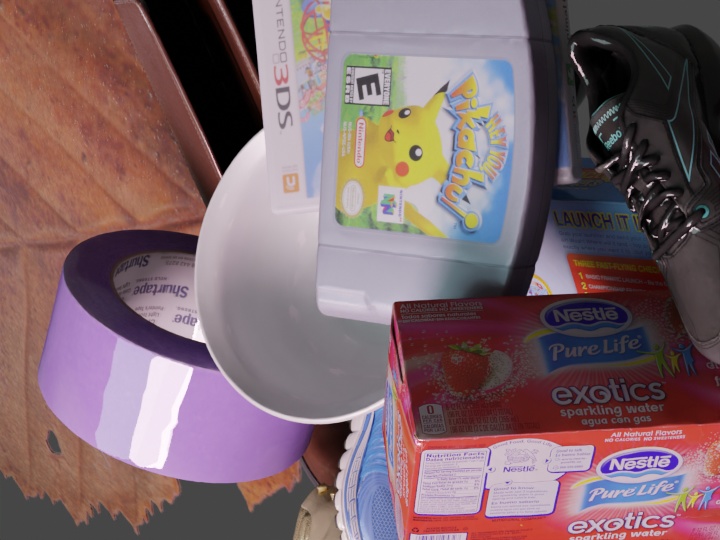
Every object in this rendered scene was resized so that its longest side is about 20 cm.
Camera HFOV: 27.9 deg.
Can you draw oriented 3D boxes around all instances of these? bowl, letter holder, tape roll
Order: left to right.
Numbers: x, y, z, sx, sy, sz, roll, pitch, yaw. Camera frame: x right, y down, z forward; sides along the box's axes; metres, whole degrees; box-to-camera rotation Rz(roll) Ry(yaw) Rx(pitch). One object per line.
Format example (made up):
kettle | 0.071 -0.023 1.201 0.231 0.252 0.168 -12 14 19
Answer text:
tape roll | -0.117 0.054 1.005 0.199 0.199 0.086 33 118 30
letter holder | -0.070 -0.110 0.980 0.202 0.100 0.142 67 166 -18
bowl | 0.000 0.000 0.905 0.199 0.090 0.204 -8 74 30

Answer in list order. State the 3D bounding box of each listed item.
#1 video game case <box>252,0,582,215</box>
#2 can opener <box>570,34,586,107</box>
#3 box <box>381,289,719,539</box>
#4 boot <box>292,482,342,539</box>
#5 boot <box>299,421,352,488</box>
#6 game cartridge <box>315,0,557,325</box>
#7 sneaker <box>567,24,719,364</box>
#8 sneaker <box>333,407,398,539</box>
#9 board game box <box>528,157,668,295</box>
video game case | 0.025 -0.132 0.826 0.198 0.022 0.184 -5 91 31
can opener | 0.078 -0.085 0.893 0.067 0.053 0.200 51 148 12
box | 0.114 0.077 0.747 0.096 0.197 0.100 -99 9 -45
boot | 0.020 0.176 1.081 0.072 0.202 0.155 20 -176 -25
boot | 0.032 0.130 1.136 0.188 0.068 0.201 46 143 26
game cartridge | 0.041 -0.067 0.789 0.132 0.040 0.203 6 97 28
sneaker | 0.151 -0.042 0.723 0.076 0.079 0.202 -51 38 44
sneaker | 0.037 0.119 0.947 0.088 0.078 0.203 -3 85 33
board game box | 0.178 0.033 0.867 0.199 0.056 0.197 7 124 49
